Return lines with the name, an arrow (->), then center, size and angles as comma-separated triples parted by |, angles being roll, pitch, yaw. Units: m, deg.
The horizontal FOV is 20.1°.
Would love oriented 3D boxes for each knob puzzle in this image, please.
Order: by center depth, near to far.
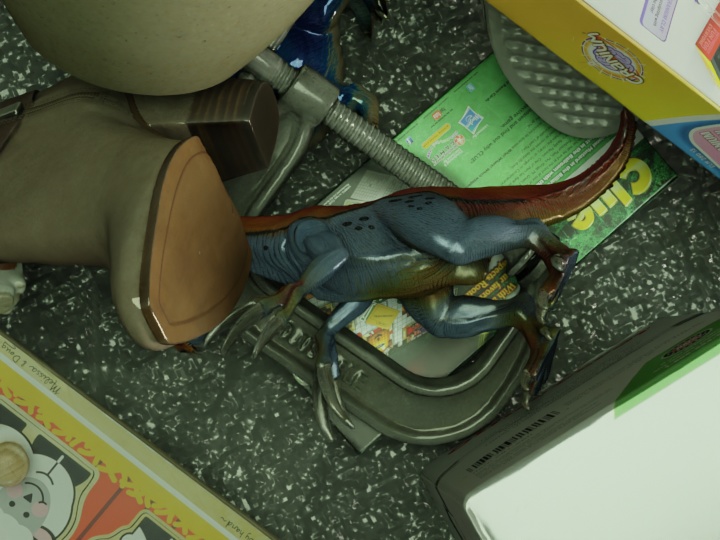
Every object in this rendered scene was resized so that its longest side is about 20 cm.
knob puzzle -> -0.155, 0.156, 0.904 | 0.218, 0.030, 0.221 | -1, 102, -4

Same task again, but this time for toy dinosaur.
toy dinosaur -> 0.000, 0.000, 0.886 | 0.181, 0.105, 0.200 | 20, 51, 15

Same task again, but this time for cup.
cup -> -0.082, -0.158, 0.823 | 0.199, 0.144, 0.201 | 9, 41, -8

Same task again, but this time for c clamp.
c clamp -> 0.012, -0.024, 0.911 | 0.200, 0.027, 0.171 | 41, 92, -11

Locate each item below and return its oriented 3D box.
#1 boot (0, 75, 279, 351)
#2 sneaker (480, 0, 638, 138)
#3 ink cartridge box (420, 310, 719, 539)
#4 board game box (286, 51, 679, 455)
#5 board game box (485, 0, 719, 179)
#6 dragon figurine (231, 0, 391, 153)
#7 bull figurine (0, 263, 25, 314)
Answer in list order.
boot -> -0.118, -0.024, 0.836 | 0.145, 0.200, 0.071 | -7, 118, 17
sneaker -> 0.078, -0.155, 0.906 | 0.078, 0.080, 0.200 | -20, 124, 16
ink cartridge box -> 0.112, 0.086, 0.858 | 0.146, 0.200, 0.085 | -31, 89, -3
board game box -> 0.042, -0.018, 0.954 | 0.200, 0.023, 0.105 | -40, 85, -5
board game box -> 0.138, -0.139, 0.851 | 0.200, 0.040, 0.154 | 33, 65, -28
dragon figurine -> -0.040, -0.108, 0.939 | 0.099, 0.059, 0.201 | 5, 92, -9
bull figurine -> -0.242, -0.005, 0.914 | 0.199, 0.065, 0.122 | -17, 59, -8
